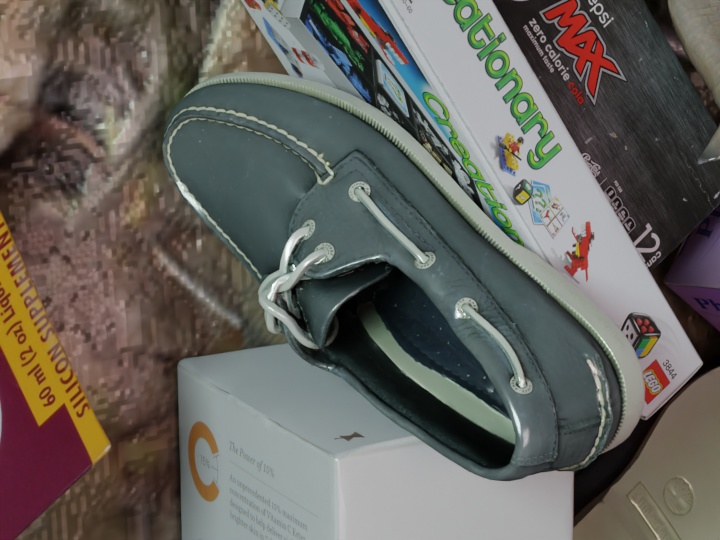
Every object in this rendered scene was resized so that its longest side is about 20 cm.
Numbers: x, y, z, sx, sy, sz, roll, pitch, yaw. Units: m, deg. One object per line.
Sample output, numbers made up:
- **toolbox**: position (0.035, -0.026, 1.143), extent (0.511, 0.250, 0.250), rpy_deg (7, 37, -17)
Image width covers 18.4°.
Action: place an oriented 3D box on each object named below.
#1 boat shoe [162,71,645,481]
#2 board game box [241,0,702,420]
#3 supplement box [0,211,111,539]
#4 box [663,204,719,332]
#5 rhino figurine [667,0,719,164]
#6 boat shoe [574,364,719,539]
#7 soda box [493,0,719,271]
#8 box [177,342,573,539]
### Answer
- **boat shoe**: position (0.000, 0.000, 0.731), extent (0.062, 0.200, 0.073), rpy_deg (-27, 145, -45)
- **board game box**: position (0.030, -0.044, 0.773), extent (0.035, 0.126, 0.200), rpy_deg (-41, 119, -14)
- **supplement box**: position (-0.183, 0.065, 0.662), extent (0.200, 0.086, 0.111), rpy_deg (-44, 124, -38)
- **box**: position (0.250, -0.014, 0.909), extent (0.200, 0.097, 0.176), rpy_deg (38, 73, -31)
- **rhino figurine**: position (0.147, -0.095, 0.812), extent (0.087, 0.200, 0.060), rpy_deg (17, 137, -25)
- **boat shoe**: position (0.113, 0.099, 0.891), extent (0.200, 0.063, 0.071), rpy_deg (-36, 94, -38)
- **soda box**: position (0.060, -0.091, 0.816), extent (0.071, 0.063, 0.200), rpy_deg (-43, 120, -15)
- **box**: position (0.004, 0.135, 0.804), extent (0.097, 0.124, 0.201), rpy_deg (-9, 107, -28)
